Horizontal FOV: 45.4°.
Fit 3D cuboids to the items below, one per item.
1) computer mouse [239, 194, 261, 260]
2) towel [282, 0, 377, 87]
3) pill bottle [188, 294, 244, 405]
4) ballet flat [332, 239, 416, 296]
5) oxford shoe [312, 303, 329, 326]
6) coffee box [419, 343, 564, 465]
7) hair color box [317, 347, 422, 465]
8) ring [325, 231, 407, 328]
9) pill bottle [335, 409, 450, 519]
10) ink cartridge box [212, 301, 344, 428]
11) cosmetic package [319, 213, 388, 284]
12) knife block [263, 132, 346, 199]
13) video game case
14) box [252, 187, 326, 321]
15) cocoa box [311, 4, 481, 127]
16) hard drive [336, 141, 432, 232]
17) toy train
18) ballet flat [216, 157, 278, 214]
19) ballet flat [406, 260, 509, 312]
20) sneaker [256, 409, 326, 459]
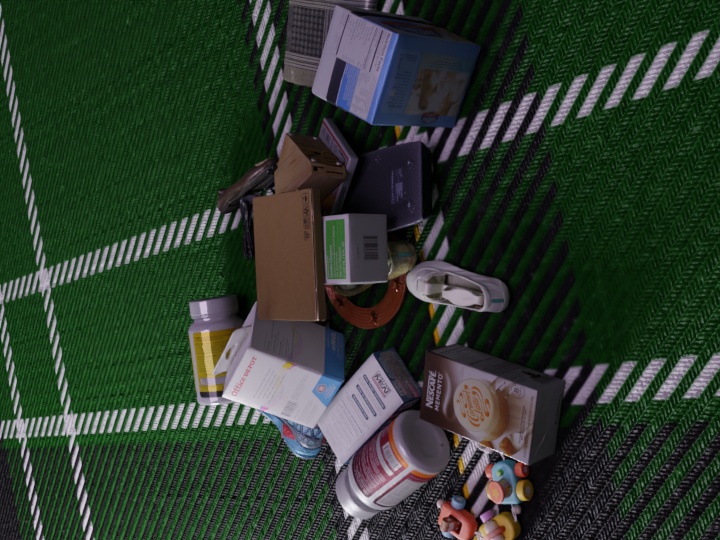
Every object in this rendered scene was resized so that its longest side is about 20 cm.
[{"bbox_3d":[-0.158,-0.067,1.588,0.199,0.046,0.142,26,126,49],"label":"computer mouse"},{"bbox_3d":[-0.052,-0.404,1.457,0.199,0.034,0.195,21,113,38],"label":"towel"},{"bbox_3d":[-0.277,0.154,1.691,0.113,0.114,0.203,-5,93,43],"label":"pill bottle"},{"bbox_3d":[0.004,-0.004,1.408,0.199,0.070,0.072,-20,82,44],"label":"ballet flat"},{"bbox_3d":[-0.148,0.090,1.590,0.199,0.071,0.072,-18,85,45],"label":"oxford shoe"},{"bbox_3d":[0.190,0.193,1.274,0.199,0.079,0.116,16,106,41],"label":"coffee box"},{"bbox_3d":[0.012,0.232,1.463,0.100,0.060,0.200,56,129,22],"label":"hair color box"},{"bbox_3d":[0.000,0.000,1.470,0.199,0.019,0.203,7,100,43],"label":"ring"},{"bbox_3d":[0.048,0.322,1.409,0.200,0.109,0.110,-47,65,37],"label":"pill bottle"},{"bbox_3d":[-0.142,0.157,1.482,0.129,0.198,0.126,-57,18,32],"label":"ink cartridge box"},{"bbox_3d":[-0.050,-0.031,1.360,0.199,0.084,0.109,-4,89,49],"label":"cosmetic package"},{"bbox_3d":[-0.105,-0.133,1.462,0.200,0.063,0.177,51,131,53],"label":"knife block"},{"bbox_3d":[-0.063,-0.138,1.469,0.143,0.017,0.202,60,137,48],"label":"video game case"},{"bbox_3d":[-0.115,-0.022,1.355,0.163,0.021,0.203,-2,91,50],"label":"box"},{"bbox_3d":[0.055,-0.292,1.249,0.131,0.199,0.135,34,117,34],"label":"cocoa box"},{"bbox_3d":[0.038,-0.124,1.382,0.199,0.042,0.137,-9,78,47],"label":"hard drive"},{"bbox_3d":[0.182,0.356,1.324,0.150,0.055,0.202,34,119,35],"label":"toy train"},{"bbox_3d":[-0.217,-0.166,1.623,0.199,0.067,0.047,-33,78,48],"label":"ballet flat"},{"bbox_3d":[0.133,0.026,1.315,0.199,0.069,0.070,12,104,42],"label":"ballet flat"},{"bbox_3d":[-0.125,0.247,1.599,0.200,0.079,0.096,47,116,18],"label":"sneaker"}]
